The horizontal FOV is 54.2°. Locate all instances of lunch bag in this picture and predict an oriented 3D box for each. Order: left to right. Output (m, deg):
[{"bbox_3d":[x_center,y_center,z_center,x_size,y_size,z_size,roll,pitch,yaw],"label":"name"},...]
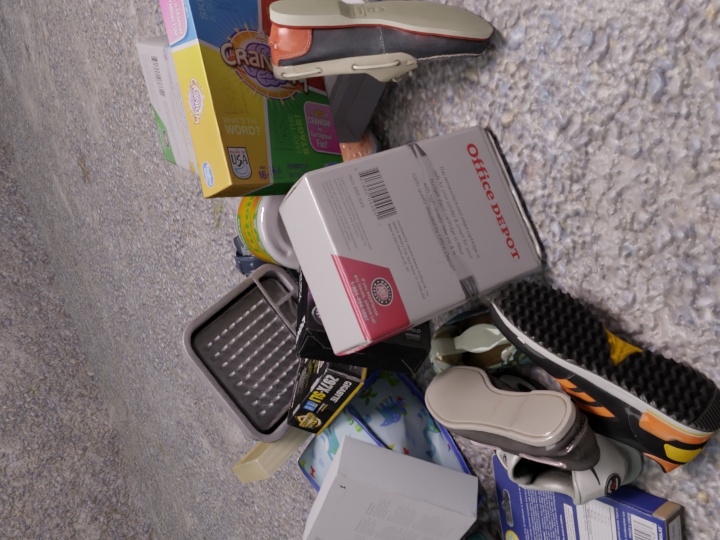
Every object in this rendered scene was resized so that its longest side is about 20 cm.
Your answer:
[{"bbox_3d":[0.037,0.247,0.863,0.200,0.127,0.171,45,136,12],"label":"lunch bag"}]

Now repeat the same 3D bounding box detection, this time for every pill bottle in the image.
[{"bbox_3d":[-0.097,-0.063,0.894,0.199,0.109,0.113,-169,64,-69],"label":"pill bottle"}]

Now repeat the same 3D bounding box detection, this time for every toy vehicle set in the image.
[{"bbox_3d":[-0.076,0.195,0.926,0.027,0.200,0.124,49,150,-2],"label":"toy vehicle set"}]

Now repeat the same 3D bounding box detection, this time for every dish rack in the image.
[{"bbox_3d":[-0.120,0.102,0.874,0.043,0.200,0.173,-35,95,41],"label":"dish rack"}]

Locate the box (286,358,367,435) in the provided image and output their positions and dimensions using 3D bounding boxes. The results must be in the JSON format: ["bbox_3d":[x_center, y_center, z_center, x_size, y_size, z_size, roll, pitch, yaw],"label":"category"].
[{"bbox_3d":[-0.027,0.067,0.822,0.160,0.048,0.203,126,160,-51],"label":"box"}]

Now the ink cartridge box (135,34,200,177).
[{"bbox_3d":[-0.167,-0.187,0.794,0.199,0.086,0.148,29,133,52],"label":"ink cartridge box"}]

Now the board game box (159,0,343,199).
[{"bbox_3d":[-0.096,-0.172,0.647,0.040,0.152,0.204,-17,86,40],"label":"board game box"}]

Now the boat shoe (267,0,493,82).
[{"bbox_3d":[0.016,-0.199,0.621,0.072,0.195,0.064,-93,5,-55],"label":"boat shoe"}]

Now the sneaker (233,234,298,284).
[{"bbox_3d":[-0.117,0.007,1.011,0.201,0.076,0.149,16,118,51],"label":"sneaker"}]

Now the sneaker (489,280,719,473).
[{"bbox_3d":[0.184,0.091,0.576,0.198,0.070,0.091,32,136,25],"label":"sneaker"}]

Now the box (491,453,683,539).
[{"bbox_3d":[0.212,0.250,0.671,0.198,0.032,0.124,7,111,54],"label":"box"}]

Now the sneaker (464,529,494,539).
[{"bbox_3d":[0.110,0.385,0.831,0.072,0.079,0.203,49,140,34],"label":"sneaker"}]

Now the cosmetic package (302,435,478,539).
[{"bbox_3d":[0.025,0.271,0.769,0.052,0.148,0.202,-78,7,-45],"label":"cosmetic package"}]

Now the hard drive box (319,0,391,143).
[{"bbox_3d":[-0.050,-0.260,0.749,0.201,0.076,0.157,52,131,27],"label":"hard drive box"}]

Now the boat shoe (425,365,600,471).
[{"bbox_3d":[0.126,0.133,0.622,0.057,0.067,0.199,47,162,-20],"label":"boat shoe"}]

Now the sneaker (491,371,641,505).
[{"bbox_3d":[0.153,0.156,0.665,0.199,0.087,0.076,15,120,55],"label":"sneaker"}]

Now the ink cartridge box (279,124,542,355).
[{"bbox_3d":[0.047,-0.031,0.627,0.085,0.197,0.148,-33,79,62],"label":"ink cartridge box"}]

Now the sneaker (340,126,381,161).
[{"bbox_3d":[-0.048,-0.149,0.845,0.197,0.080,0.073,19,84,33],"label":"sneaker"}]

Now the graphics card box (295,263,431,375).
[{"bbox_3d":[0.000,0.000,0.706,0.051,0.123,0.203,118,159,-47],"label":"graphics card box"}]

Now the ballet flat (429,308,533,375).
[{"bbox_3d":[0.110,0.071,0.702,0.199,0.073,0.076,-33,78,56],"label":"ballet flat"}]
